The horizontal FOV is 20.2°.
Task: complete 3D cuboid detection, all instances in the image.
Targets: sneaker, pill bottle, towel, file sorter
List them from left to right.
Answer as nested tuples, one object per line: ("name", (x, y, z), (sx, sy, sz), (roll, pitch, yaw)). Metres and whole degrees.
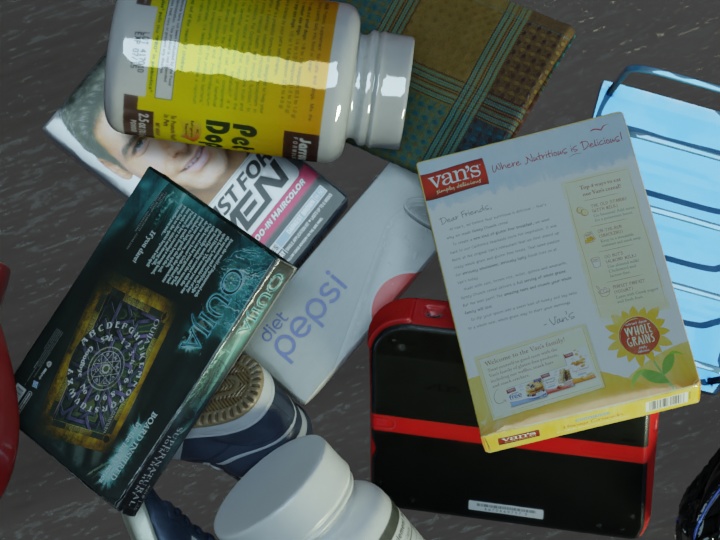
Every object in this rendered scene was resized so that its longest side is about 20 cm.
("sneaker", (-0.129, 0.108, 1.420), (0.200, 0.108, 0.070), (-5, 62, 30))
("sneaker", (-0.097, 0.211, 1.412), (0.084, 0.075, 0.200), (-31, 92, -10))
("pill bottle", (-0.067, -0.133, 1.361), (0.200, 0.109, 0.109), (8, 85, 0))
("pill bottle", (-0.002, 0.216, 1.359), (0.114, 0.114, 0.200), (-41, 107, -4))
("towel", (0.034, -0.146, 1.425), (0.200, 0.022, 0.147), (26, 78, 24))
("file sorter", (0.218, -0.029, 1.411), (0.139, 0.123, 0.200), (16, 84, 0))

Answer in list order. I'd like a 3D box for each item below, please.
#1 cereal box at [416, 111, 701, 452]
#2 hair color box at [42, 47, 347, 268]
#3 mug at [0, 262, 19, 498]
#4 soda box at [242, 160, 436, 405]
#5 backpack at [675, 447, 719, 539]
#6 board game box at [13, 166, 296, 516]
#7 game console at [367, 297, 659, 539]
("cereal box", (0.126, 0.005, 1.310), (0.144, 0.040, 0.200), (-13, 66, 4))
("hair color box", (-0.116, -0.072, 1.438), (0.200, 0.061, 0.099), (38, 85, 3))
("mug", (-0.303, 0.082, 1.390), (0.177, 0.133, 0.200), (17, 80, 4))
("soda box", (0.000, 0.000, 1.432), (0.068, 0.063, 0.200), (41, 85, 2))
("backpack", (0.334, 0.150, 1.390), (0.182, 0.135, 0.200), (32, 86, 2))
("board game box", (-0.147, 0.046, 1.362), (0.135, 0.028, 0.200), (35, 93, 31))
("game console", (0.103, 0.102, 1.381), (0.200, 0.031, 0.177), (7, 128, 11))
